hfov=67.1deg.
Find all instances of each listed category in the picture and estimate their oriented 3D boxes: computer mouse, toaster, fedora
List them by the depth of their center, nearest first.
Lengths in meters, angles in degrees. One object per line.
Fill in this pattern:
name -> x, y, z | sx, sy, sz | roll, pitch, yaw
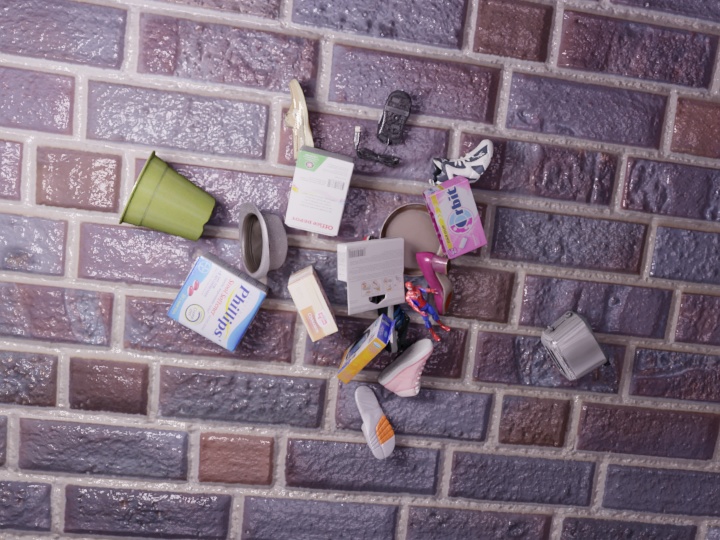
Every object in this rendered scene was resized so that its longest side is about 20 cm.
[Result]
fedora -> -0.249, -0.080, 1.423 | 0.090, 0.176, 0.203 | -6, 90, -34
computer mouse -> 0.054, -0.385, 1.457 | 0.139, 0.046, 0.202 | 7, 108, -11
toaster -> 0.614, 0.223, 1.559 | 0.129, 0.114, 0.201 | -34, 102, 3

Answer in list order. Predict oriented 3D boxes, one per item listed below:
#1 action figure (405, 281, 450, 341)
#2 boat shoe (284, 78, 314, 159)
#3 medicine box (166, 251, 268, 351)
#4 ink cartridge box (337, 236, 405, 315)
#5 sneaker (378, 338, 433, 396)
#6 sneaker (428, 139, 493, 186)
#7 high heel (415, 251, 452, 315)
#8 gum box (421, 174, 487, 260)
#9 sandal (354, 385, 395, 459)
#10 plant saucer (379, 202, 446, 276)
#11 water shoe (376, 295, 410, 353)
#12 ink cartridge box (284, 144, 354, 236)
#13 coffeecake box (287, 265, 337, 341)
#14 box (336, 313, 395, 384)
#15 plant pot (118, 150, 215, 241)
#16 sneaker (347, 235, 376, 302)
action figure -> 0.190, 0.110, 1.483 | 0.065, 0.099, 0.201 | -43, 113, -13
boat shoe -> -0.167, -0.394, 1.420 | 0.064, 0.072, 0.202 | -12, 104, -5
medicine box -> -0.373, 0.081, 1.443 | 0.199, 0.103, 0.183 | 30, 94, -8
ink cartridge box -> 0.031, 0.010, 1.423 | 0.198, 0.044, 0.179 | -9, 103, -38
sneaker -> 0.152, 0.280, 1.522 | 0.105, 0.076, 0.200 | 42, 113, -12
sneaker -> 0.261, -0.291, 1.470 | 0.129, 0.080, 0.200 | 32, 103, -17
high heel -> 0.203, 0.034, 1.512 | 0.095, 0.067, 0.202 | 17, 129, 28
gum box -> 0.253, -0.136, 1.447 | 0.112, 0.066, 0.202 | -23, 112, 0
sandal -> 0.037, 0.432, 1.558 | 0.078, 0.059, 0.209 | -16, 78, -20
plant saucer -> 0.150, -0.086, 1.510 | 0.198, 0.032, 0.203 | -1, 98, -5
water shoe -> 0.096, 0.128, 1.524 | 0.078, 0.071, 0.203 | -10, 103, -26
ink cartridge box -> -0.107, -0.207, 1.417 | 0.144, 0.088, 0.202 | 12, 111, -6
coffeecake box -> -0.125, 0.080, 1.418 | 0.072, 0.200, 0.155 | -24, 99, -2
box -> 0.018, 0.202, 1.455 | 0.041, 0.119, 0.200 | 36, 117, -8
plant pot -> -0.476, -0.167, 1.373 | 0.189, 0.200, 0.202 | 26, 94, -22
sneaker -> 0.000, 0.000, 1.488 | 0.084, 0.077, 0.203 | 5, 83, 32
